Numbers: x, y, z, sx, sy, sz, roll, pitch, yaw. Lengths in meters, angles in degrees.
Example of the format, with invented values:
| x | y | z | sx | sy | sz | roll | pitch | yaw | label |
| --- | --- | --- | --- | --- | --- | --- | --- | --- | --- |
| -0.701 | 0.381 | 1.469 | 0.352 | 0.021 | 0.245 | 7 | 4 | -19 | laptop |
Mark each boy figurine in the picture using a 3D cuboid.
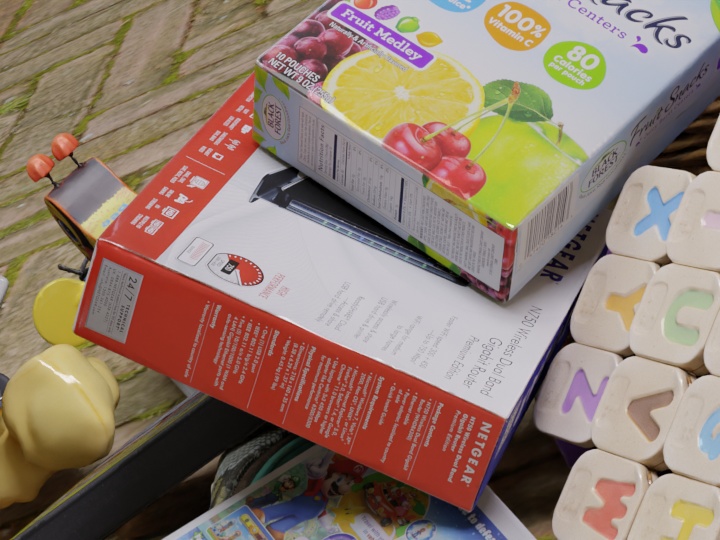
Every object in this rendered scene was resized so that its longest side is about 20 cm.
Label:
| x | y | z | sx | sy | sz | roll | pitch | yaw | label |
| --- | --- | --- | --- | --- | --- | --- | --- | --- | --- |
| -0.178 | 0.084 | 1.426 | 0.124 | 0.065 | 0.200 | -37 | 5 | -20 | boy figurine |

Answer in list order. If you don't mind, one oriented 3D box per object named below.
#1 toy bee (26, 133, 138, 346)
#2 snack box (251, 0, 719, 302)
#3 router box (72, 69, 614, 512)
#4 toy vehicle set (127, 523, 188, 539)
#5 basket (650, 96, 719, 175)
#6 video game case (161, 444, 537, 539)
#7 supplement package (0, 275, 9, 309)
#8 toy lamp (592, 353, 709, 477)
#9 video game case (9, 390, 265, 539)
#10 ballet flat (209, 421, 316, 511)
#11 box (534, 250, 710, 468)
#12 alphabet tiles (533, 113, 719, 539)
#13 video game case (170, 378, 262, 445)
| x | y | z | sx | sy | sz | roll | pitch | yaw | label |
| --- | --- | --- | --- | --- | --- | --- | --- | --- | --- |
| -0.133 | -0.015 | 1.452 | 0.199 | 0.109 | 0.131 | -1 | 45 | 45 | toy bee |
| 0.069 | -0.094 | 1.179 | 0.142 | 0.053 | 0.200 | 34 | 57 | 22 | snack box |
| 0.000 | 0.000 | 1.159 | 0.179 | 0.049 | 0.200 | 23 | 30 | 7 | router box |
| -0.165 | 0.178 | 1.253 | 0.199 | 0.027 | 0.124 | -18 | 19 | 28 | toy vehicle set |
| 0.158 | -0.142 | 1.349 | 0.199 | 0.143 | 0.149 | -8 | 38 | -10 | basket |
| -0.030 | 0.141 | 1.080 | 0.199 | 0.018 | 0.143 | -31 | 42 | -12 | video game case |
| -0.266 | 0.078 | 1.348 | 0.117 | 0.116 | 0.201 | 132 | 162 | -76 | supplement package |
| 0.151 | 0.062 | 1.075 | 0.058 | 0.058 | 0.200 | -34 | 20 | -24 | toy lamp |
| -0.063 | 0.064 | 1.282 | 0.200 | 0.026 | 0.181 | -36 | 1 | 20 | video game case |
| -0.024 | 0.089 | 1.230 | 0.072 | 0.072 | 0.200 | -12 | 16 | 39 | ballet flat |
| 0.165 | 0.007 | 1.235 | 0.199 | 0.039 | 0.137 | -26 | 18 | 4 | box |
| 0.139 | 0.022 | 1.056 | 0.195 | 0.015 | 0.201 | 16 | 81 | 59 | alphabet tiles |
| -0.044 | -0.014 | 1.474 | 0.183 | 0.022 | 0.200 | -50 | 30 | 0 | video game case |
